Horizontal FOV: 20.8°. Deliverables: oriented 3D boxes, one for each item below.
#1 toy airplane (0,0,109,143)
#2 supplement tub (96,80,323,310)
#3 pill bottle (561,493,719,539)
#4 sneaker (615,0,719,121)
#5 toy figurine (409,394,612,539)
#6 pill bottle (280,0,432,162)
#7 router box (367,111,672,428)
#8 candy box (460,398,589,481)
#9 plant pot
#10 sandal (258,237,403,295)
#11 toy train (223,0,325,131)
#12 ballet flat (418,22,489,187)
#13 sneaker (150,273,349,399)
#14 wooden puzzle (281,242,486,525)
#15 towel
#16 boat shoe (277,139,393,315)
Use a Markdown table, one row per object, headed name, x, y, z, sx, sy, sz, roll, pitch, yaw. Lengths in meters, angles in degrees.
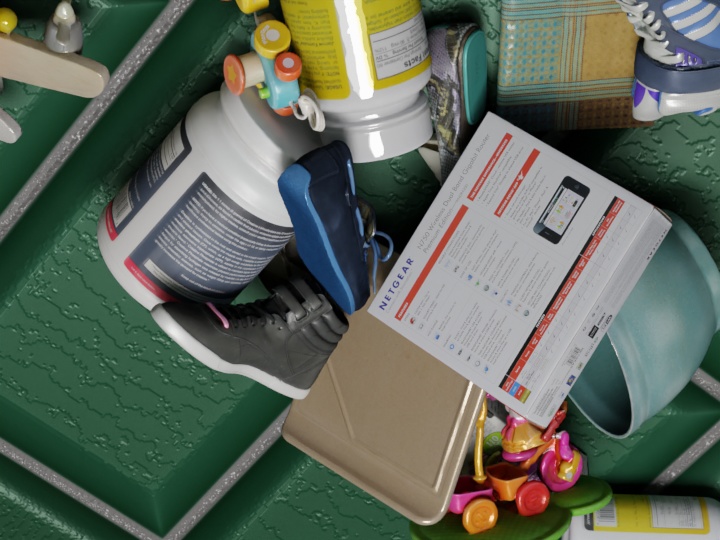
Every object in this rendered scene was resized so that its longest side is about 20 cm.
| name | x | y | z | sx | sy | sz | roll | pitch | yaw |
| --- | --- | --- | --- | --- | --- | --- | --- | --- | --- |
| toy airplane | -0.324 | -0.201 | 1.634 | 0.199 | 0.142 | 0.198 | 36 | 155 | -28 |
| supplement tub | -0.121 | -0.063 | 1.693 | 0.140 | 0.141 | 0.200 | 36 | 117 | -18 |
| pill bottle | 0.297 | 0.275 | 1.903 | 0.198 | 0.112 | 0.113 | 2 | 122 | 1 |
| sneaker | 0.243 | -0.190 | 1.605 | 0.199 | 0.081 | 0.147 | 11 | 113 | -33 |
| toy figurine | 0.131 | 0.138 | 1.766 | 0.198 | 0.150 | 0.186 | -13 | 108 | -22 |
| pill bottle | -0.004 | -0.198 | 1.605 | 0.113 | 0.114 | 0.202 | -8 | 112 | 7 |
| router box | 0.130 | -0.003 | 1.620 | 0.201 | 0.179 | 0.049 | -58 | 149 | 2 |
| candy box | 0.105 | 0.181 | 1.882 | 0.199 | 0.061 | 0.136 | 38 | 115 | -18 |
| plant pot | 0.237 | 0.028 | 1.723 | 0.133 | 0.200 | 0.202 | -27 | 121 | -13 |
| sandal | 0.000 | 0.000 | 1.778 | 0.198 | 0.055 | 0.083 | 5 | 107 | -2 |
| toy train | -0.085 | -0.206 | 1.557 | 0.055 | 0.150 | 0.202 | -16 | 108 | -12 |
| ballet flat | 0.082 | -0.125 | 1.700 | 0.071 | 0.072 | 0.202 | -5 | 121 | 5 |
| sneaker | -0.089 | 0.038 | 1.674 | 0.199 | 0.071 | 0.099 | 25 | 107 | -46 |
| wooden puzzle | 0.031 | 0.094 | 1.721 | 0.184 | 0.037 | 0.202 | 29 | 107 | 30 |
| towel | 0.188 | -0.209 | 1.652 | 0.145 | 0.022 | 0.202 | -2 | 123 | -5 |
| boat shoe | -0.011 | -0.031 | 1.632 | 0.069 | 0.084 | 0.200 | -41 | 156 | -15 |
